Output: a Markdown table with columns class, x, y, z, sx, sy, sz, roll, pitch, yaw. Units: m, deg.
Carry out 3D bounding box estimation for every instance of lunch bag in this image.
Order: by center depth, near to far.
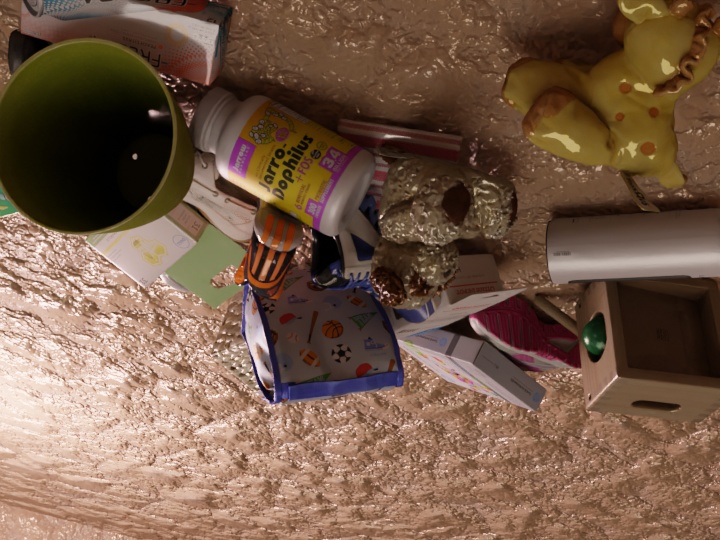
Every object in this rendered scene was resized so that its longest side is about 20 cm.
| class | x | y | z | sx | sy | sz | roll | pitch | yaw |
| --- | --- | --- | --- | --- | --- | --- | --- | --- | --- |
| lunch bag | -0.053 | 0.092 | 1.107 | 0.169 | 0.200 | 0.125 | -6 | 121 | -19 |

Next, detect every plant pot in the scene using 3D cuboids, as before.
| class | x | y | z | sx | sy | sz | roll | pitch | yaw |
| --- | --- | --- | --- | --- | --- | --- | --- | --- | --- |
| plant pot | -0.250 | -0.121 | 0.923 | 0.186 | 0.188 | 0.200 | 8 | 178 | 7 |

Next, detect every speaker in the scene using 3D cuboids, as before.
| class | x | y | z | sx | sy | sz | roll | pitch | yaw |
| --- | --- | --- | --- | --- | --- | --- | --- | --- | --- |
| speaker | 0.325 | -0.028 | 1.037 | 0.199 | 0.082 | 0.081 | -3 | 144 | 22 |

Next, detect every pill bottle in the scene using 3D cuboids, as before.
| class | x | y | z | sx | sy | sz | roll | pitch | yaw |
| --- | --- | --- | --- | --- | --- | --- | --- | --- | --- |
| pill bottle | -0.090 | -0.127 | 0.983 | 0.199 | 0.104 | 0.104 | 29 | 148 | 8 |

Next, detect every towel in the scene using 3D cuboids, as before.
| class | x | y | z | sx | sy | sz | roll | pitch | yaw |
| --- | --- | --- | --- | --- | --- | --- | --- | --- | --- |
| towel | 0.043 | -0.105 | 1.070 | 0.145 | 0.030 | 0.201 | 9 | 144 | 5 |

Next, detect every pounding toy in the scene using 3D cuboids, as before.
| class | x | y | z | sx | sy | sz | roll | pitch | yaw |
| --- | --- | --- | --- | --- | --- | --- | --- | --- | --- |
| pounding toy | 0.347 | 0.091 | 1.139 | 0.199 | 0.185 | 0.142 | 7 | 147 | -7 |

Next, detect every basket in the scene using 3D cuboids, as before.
| class | x | y | z | sx | sy | sz | roll | pitch | yaw |
| --- | --- | --- | --- | --- | --- | --- | --- | --- | --- |
| basket | -0.113 | 0.089 | 1.318 | 0.199 | 0.136 | 0.123 | -21 | 130 | 41 |

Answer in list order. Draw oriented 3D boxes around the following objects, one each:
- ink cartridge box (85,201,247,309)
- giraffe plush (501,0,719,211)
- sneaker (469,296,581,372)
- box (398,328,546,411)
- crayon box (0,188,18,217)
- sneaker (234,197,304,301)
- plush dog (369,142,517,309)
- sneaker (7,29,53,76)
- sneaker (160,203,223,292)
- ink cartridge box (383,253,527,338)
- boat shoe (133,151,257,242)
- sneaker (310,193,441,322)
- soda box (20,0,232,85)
| class | x | y | z | sx | sy | sz | roll | pitch | yaw |
| --- | --- | --- | --- | --- | --- | --- | --- | --- | --- |
| ink cartridge box | -0.240 | -0.021 | 1.147 | 0.200 | 0.048 | 0.145 | 41 | 134 | -18 |
| giraffe plush | 0.246 | -0.177 | 0.786 | 0.172 | 0.200 | 0.163 | -3 | 132 | -35 |
| sneaker | 0.226 | 0.102 | 1.261 | 0.199 | 0.082 | 0.088 | 27 | 146 | -26 |
| box | 0.155 | 0.137 | 1.308 | 0.156 | 0.041 | 0.200 | 38 | 167 | -33 |
| crayon box | -0.479 | -0.126 | 1.130 | 0.199 | 0.119 | 0.058 | -9 | 141 | 30 |
| sneaker | -0.109 | -0.038 | 1.049 | 0.077 | 0.200 | 0.112 | 23 | 117 | -5 |
| plush dog | 0.063 | -0.038 | 0.977 | 0.160 | 0.173 | 0.200 | 24 | -164 | 27 |
| sneaker | -0.294 | -0.212 | 0.962 | 0.115 | 0.076 | 0.200 | -3 | 173 | 5 |
| sneaker | -0.222 | -0.034 | 1.218 | 0.130 | 0.080 | 0.200 | 2 | 146 | 19 |
| ink cartridge box | 0.109 | 0.030 | 1.168 | 0.116 | 0.068 | 0.200 | -6 | 164 | -42 |
| boat shoe | -0.197 | -0.119 | 1.100 | 0.200 | 0.071 | 0.069 | 36 | 117 | -24 |
| sneaker | 0.000 | -0.001 | 1.060 | 0.080 | 0.115 | 0.200 | -17 | 116 | 49 |
| soda box | -0.234 | -0.253 | 0.888 | 0.199 | 0.064 | 0.069 | 14 | 123 | -4 |
